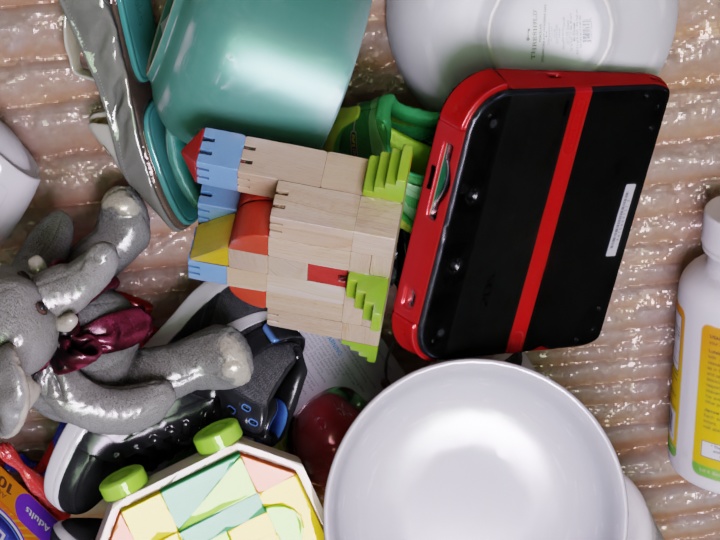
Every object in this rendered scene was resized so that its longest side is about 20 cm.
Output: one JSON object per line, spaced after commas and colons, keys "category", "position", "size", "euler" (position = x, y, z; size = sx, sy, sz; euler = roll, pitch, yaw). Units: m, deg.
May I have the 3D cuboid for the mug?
{"category": "mug", "position": [-0.074, -0.131, 1.170], "size": [0.114, 0.152, 0.186], "euler": [19, 81, -12]}

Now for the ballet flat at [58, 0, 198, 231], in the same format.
{"category": "ballet flat", "position": [-0.156, -0.120, 1.230], "size": [0.063, 0.067, 0.201], "euler": [-2, 116, 23]}

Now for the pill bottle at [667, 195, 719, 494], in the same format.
{"category": "pill bottle", "position": [0.281, 0.051, 1.328], "size": [0.110, 0.111, 0.202], "euler": [-3, 114, -6]}

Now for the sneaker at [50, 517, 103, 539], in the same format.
{"category": "sneaker", "position": [-0.111, 0.177, 1.271], "size": [0.198, 0.072, 0.084], "euler": [11, 96, -11]}

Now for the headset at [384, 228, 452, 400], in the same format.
{"category": "headset", "position": [0.000, 0.000, 1.265], "size": [0.123, 0.094, 0.201], "euler": [-33, 102, -12]}

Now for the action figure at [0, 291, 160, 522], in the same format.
{"category": "action figure", "position": [-0.225, 0.105, 1.309], "size": [0.098, 0.065, 0.201], "euler": [18, 109, -22]}

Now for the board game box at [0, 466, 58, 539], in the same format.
{"category": "board game box", "position": [-0.358, 0.212, 1.234], "size": [0.199, 0.200, 0.200], "euler": [-30, 115, 27]}

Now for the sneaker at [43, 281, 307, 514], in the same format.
{"category": "sneaker", "position": [-0.117, 0.104, 1.255], "size": [0.200, 0.112, 0.073], "euler": [-50, 154, -8]}

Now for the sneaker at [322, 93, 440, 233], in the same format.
{"category": "sneaker", "position": [0.065, -0.053, 1.230], "size": [0.199, 0.075, 0.083], "euler": [27, 147, -29]}

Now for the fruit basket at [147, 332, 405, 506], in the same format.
{"category": "fruit basket", "position": [-0.044, 0.140, 1.350], "size": [0.200, 0.094, 0.186], "euler": [-37, 114, -8]}

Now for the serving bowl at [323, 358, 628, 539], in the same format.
{"category": "serving bowl", "position": [0.073, 0.159, 1.219], "size": [0.198, 0.066, 0.202], "euler": [0, 85, -3]}

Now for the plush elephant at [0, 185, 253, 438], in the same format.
{"category": "plush elephant", "position": [-0.194, 0.030, 1.175], "size": [0.199, 0.155, 0.165], "euler": [-29, 72, -4]}

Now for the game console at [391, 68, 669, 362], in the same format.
{"category": "game console", "position": [0.111, -0.035, 1.219], "size": [0.176, 0.031, 0.201], "euler": [-5, 119, -36]}

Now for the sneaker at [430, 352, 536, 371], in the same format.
{"category": "sneaker", "position": [0.076, 0.141, 1.327], "size": [0.115, 0.075, 0.201], "euler": [42, 72, -32]}

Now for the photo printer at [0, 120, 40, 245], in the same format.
{"category": "photo printer", "position": [-0.322, -0.069, 1.213], "size": [0.166, 0.070, 0.200], "euler": [-42, 115, 11]}

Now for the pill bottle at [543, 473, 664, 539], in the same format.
{"category": "pill bottle", "position": [0.165, 0.212, 1.336], "size": [0.114, 0.115, 0.200], "euler": [-27, 154, 5]}

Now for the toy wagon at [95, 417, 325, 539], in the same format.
{"category": "toy wagon", "position": [-0.115, 0.198, 1.216], "size": [0.199, 0.040, 0.156], "euler": [-26, 101, -6]}

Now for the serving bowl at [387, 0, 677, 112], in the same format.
{"category": "serving bowl", "position": [0.120, -0.168, 1.232], "size": [0.198, 0.066, 0.202], "euler": [-3, 114, -7]}

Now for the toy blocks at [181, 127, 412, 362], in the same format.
{"category": "toy blocks", "position": [-0.046, -0.019, 1.151], "size": [0.136, 0.101, 0.200], "euler": [11, 153, 2]}
